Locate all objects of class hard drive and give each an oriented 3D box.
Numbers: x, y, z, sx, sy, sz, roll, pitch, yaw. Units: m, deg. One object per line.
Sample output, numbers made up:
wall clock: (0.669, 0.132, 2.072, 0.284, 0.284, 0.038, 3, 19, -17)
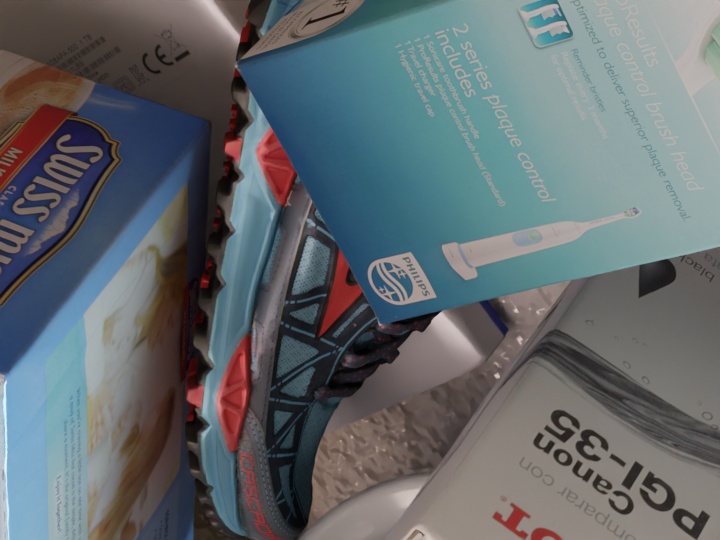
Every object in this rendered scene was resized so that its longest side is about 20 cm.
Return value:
hard drive: (-0.057, -0.032, 0.834, 0.132, 0.025, 0.200, -26, 106, 41)

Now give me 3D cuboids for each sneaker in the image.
sneaker: (0.000, 0.000, 0.757, 0.095, 0.079, 0.200, 11, 112, 2)

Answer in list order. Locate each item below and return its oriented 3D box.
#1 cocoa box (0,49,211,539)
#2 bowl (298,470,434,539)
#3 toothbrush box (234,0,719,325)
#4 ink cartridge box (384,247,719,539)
cocoa box: (-0.133, 0.043, 0.777, 0.131, 0.133, 0.200, 19, 134, 15)
bowl: (0.028, 0.125, 0.765, 0.201, 0.201, 0.094, 2, 137, 31)
toothbrush box: (0.093, -0.075, 0.624, 0.200, 0.146, 0.085, -12, 116, 38)
ink cartridge box: (0.097, 0.076, 0.696, 0.146, 0.200, 0.083, 37, 134, 3)
